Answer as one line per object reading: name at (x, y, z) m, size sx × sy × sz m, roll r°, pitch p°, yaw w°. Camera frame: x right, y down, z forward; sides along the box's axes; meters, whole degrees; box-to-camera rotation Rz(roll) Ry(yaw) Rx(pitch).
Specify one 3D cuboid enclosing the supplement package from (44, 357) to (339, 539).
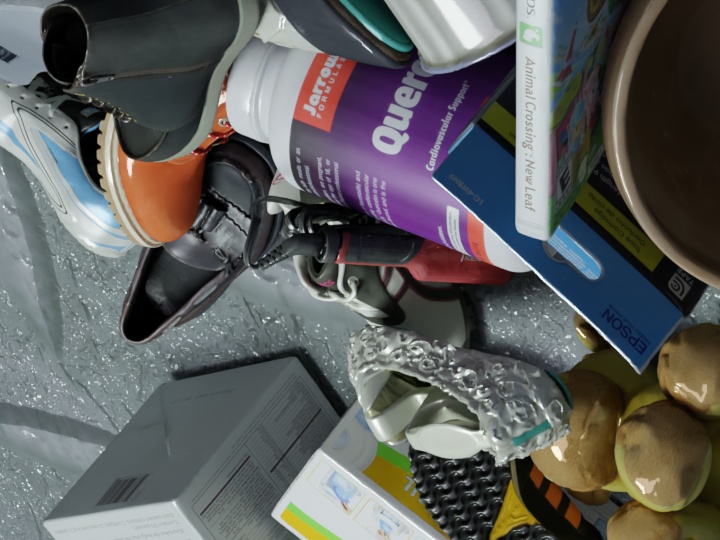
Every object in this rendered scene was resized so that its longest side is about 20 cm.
supplement package at (-0.076, 0.191, 1.737) m, size 0.152 × 0.151 × 0.200 m, roll -13°, pitch 119°, yaw 47°

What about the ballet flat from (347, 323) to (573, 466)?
ballet flat at (0.040, 0.074, 1.461) m, size 0.200 × 0.072 × 0.072 m, roll 7°, pitch 134°, yaw 56°

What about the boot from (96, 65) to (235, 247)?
boot at (-0.098, -0.093, 1.524) m, size 0.107 × 0.075 × 0.200 m, roll 16°, pitch 124°, yaw 18°

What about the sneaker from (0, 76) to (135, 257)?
sneaker at (-0.202, -0.096, 1.636) m, size 0.200 × 0.072 × 0.073 m, roll 45°, pitch 112°, yaw 14°

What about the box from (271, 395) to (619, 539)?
box at (0.062, 0.162, 1.633) m, size 0.200 × 0.113 × 0.101 m, roll 37°, pitch 144°, yaw 2°

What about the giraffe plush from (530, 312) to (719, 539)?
giraffe plush at (0.170, 0.094, 1.464) m, size 0.162 × 0.173 × 0.200 m, roll 23°, pitch 177°, yaw 39°

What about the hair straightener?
hair straightener at (0.002, -0.017, 1.451) m, size 0.077 × 0.200 × 0.041 m, roll 30°, pitch 114°, yaw 41°

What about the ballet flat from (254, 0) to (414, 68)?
ballet flat at (-0.046, -0.167, 1.379) m, size 0.200 × 0.073 × 0.073 m, roll 54°, pitch 148°, yaw 22°

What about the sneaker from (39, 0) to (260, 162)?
sneaker at (-0.134, -0.113, 1.396) m, size 0.075 × 0.106 × 0.200 m, roll 64°, pitch 154°, yaw 17°

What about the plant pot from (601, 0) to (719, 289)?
plant pot at (0.205, -0.093, 1.224) m, size 0.201 × 0.201 × 0.093 m, roll 59°, pitch 180°, yaw -24°

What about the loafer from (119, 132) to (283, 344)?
loafer at (-0.106, -0.012, 1.640) m, size 0.072 × 0.063 × 0.200 m, roll 39°, pitch 144°, yaw 3°

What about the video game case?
video game case at (0.121, -0.143, 1.192) m, size 0.022 × 0.200 × 0.182 m, roll 18°, pitch 138°, yaw 20°

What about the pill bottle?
pill bottle at (0.028, -0.081, 1.411) m, size 0.200 × 0.112 × 0.113 m, roll 21°, pitch 140°, yaw 23°

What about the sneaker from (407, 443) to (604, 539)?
sneaker at (0.101, 0.156, 1.557) m, size 0.090 × 0.070 × 0.200 m, roll 28°, pitch -156°, yaw -53°

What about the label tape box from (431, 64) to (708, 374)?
label tape box at (0.125, -0.047, 1.287) m, size 0.143 × 0.200 × 0.066 m, roll 42°, pitch 144°, yaw -2°

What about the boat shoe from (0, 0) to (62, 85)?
boat shoe at (-0.194, -0.160, 1.522) m, size 0.074 × 0.065 × 0.200 m, roll 33°, pitch 167°, yaw -23°

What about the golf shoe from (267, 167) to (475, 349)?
golf shoe at (0.000, 0.000, 1.542) m, size 0.077 × 0.088 × 0.200 m, roll -3°, pitch 127°, yaw 41°

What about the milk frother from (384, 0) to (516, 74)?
milk frother at (0.029, -0.189, 1.229) m, size 0.180 × 0.200 × 0.188 m, roll -18°, pitch 115°, yaw 45°
